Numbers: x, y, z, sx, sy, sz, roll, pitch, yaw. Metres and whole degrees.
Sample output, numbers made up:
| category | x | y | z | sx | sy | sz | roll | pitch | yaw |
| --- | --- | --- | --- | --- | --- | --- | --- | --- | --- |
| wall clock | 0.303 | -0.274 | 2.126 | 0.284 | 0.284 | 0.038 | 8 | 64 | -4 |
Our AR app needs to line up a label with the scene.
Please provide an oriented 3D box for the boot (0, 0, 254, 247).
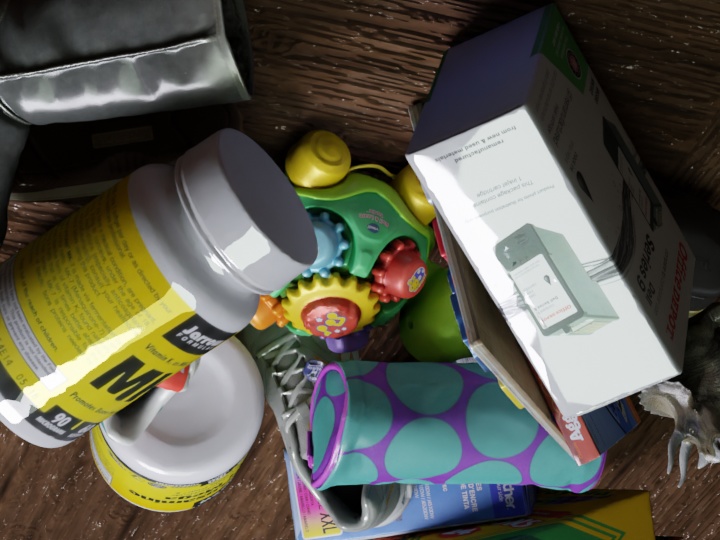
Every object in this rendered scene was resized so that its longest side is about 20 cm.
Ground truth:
| category | x | y | z | sx | sy | sz | roll | pitch | yaw |
| --- | --- | --- | --- | --- | --- | --- | --- | --- | --- |
| boot | -0.160 | -0.096 | 1.530 | 0.199 | 0.073 | 0.182 | -7 | 102 | 3 |

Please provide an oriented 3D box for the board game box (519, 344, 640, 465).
| category | x | y | z | sx | sy | sz | roll | pitch | yaw |
| --- | --- | --- | --- | --- | --- | --- | --- | --- | --- |
| board game box | 0.114 | 0.019 | 1.630 | 0.019 | 0.200 | 0.103 | -26 | 179 | 24 |

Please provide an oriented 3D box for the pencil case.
| category | x | y | z | sx | sy | sz | roll | pitch | yaw |
| --- | --- | --- | --- | --- | --- | --- | --- | --- | --- |
| pencil case | 0.063 | 0.102 | 1.689 | 0.199 | 0.085 | 0.092 | 3 | 160 | -19 |

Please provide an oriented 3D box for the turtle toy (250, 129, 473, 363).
| category | x | y | z | sx | sy | sz | roll | pitch | yaw |
| --- | --- | --- | --- | --- | --- | --- | --- | --- | --- |
| turtle toy | 0.000 | 0.000 | 1.696 | 0.200 | 0.101 | 0.146 | 17 | 140 | -24 |

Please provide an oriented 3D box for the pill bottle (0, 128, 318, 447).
| category | x | y | z | sx | sy | sz | roll | pitch | yaw |
| --- | --- | --- | --- | --- | --- | --- | --- | --- | --- |
| pill bottle | -0.131 | 0.009 | 1.519 | 0.200 | 0.114 | 0.114 | -33 | 135 | 19 |

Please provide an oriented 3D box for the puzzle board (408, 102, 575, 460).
| category | x | y | z | sx | sy | sz | roll | pitch | yaw |
| --- | --- | --- | --- | --- | --- | --- | --- | --- | --- |
| puzzle board | 0.082 | 0.008 | 1.629 | 0.017 | 0.200 | 0.151 | -25 | 139 | 15 |

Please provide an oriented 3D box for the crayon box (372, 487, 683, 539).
| category | x | y | z | sx | sy | sz | roll | pitch | yaw |
| --- | --- | --- | --- | --- | --- | --- | --- | --- | --- |
| crayon box | 0.119 | 0.193 | 1.841 | 0.127 | 0.051 | 0.200 | -4 | -174 | 44 |

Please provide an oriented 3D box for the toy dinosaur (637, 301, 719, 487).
| category | x | y | z | sx | sy | sz | roll | pitch | yaw |
| --- | --- | --- | --- | --- | --- | --- | --- | --- | --- |
| toy dinosaur | 0.229 | 0.056 | 1.748 | 0.102 | 0.200 | 0.077 | -34 | 105 | 13 |

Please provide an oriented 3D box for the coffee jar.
| category | x | y | z | sx | sy | sz | roll | pitch | yaw |
| --- | --- | --- | --- | --- | --- | --- | --- | --- | --- |
| coffee jar | 0.156 | 0.019 | 1.743 | 0.104 | 0.086 | 0.200 | 11 | 144 | -36 |

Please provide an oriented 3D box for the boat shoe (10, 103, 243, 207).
| category | x | y | z | sx | sy | sz | roll | pitch | yaw |
| --- | --- | --- | --- | --- | --- | --- | --- | --- | --- |
| boat shoe | -0.174 | -0.064 | 1.625 | 0.202 | 0.075 | 0.075 | -1 | 150 | -3 |

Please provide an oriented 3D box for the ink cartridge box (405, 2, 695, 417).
| category | x | y | z | sx | sy | sz | roll | pitch | yaw |
| --- | --- | --- | --- | --- | --- | --- | --- | --- | --- |
| ink cartridge box | 0.120 | -0.036 | 1.557 | 0.084 | 0.146 | 0.200 | -23 | 114 | 23 |

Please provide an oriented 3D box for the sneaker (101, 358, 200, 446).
| category | x | y | z | sx | sy | sz | roll | pitch | yaw |
| --- | --- | --- | --- | --- | --- | --- | --- | --- | --- |
| sneaker | -0.108 | 0.026 | 1.609 | 0.070 | 0.094 | 0.200 | 23 | 121 | -26 |

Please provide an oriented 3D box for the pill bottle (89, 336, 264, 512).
| category | x | y | z | sx | sy | sz | roll | pitch | yaw |
| --- | --- | --- | --- | --- | --- | --- | --- | --- | --- |
| pill bottle | -0.130 | 0.105 | 1.790 | 0.112 | 0.113 | 0.200 | 3 | 166 | -7 |

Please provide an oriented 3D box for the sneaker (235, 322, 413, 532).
| category | x | y | z | sx | sy | sz | roll | pitch | yaw |
| --- | --- | --- | --- | --- | --- | --- | --- | --- | --- |
| sneaker | -0.030 | 0.087 | 1.749 | 0.076 | 0.200 | 0.092 | -32 | 179 | 12 |

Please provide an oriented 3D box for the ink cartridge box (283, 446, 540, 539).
| category | x | y | z | sx | sy | sz | roll | pitch | yaw |
| --- | --- | --- | --- | --- | --- | --- | --- | --- | --- |
| ink cartridge box | 0.056 | 0.139 | 1.860 | 0.199 | 0.077 | 0.136 | -7 | -175 | 8 |
